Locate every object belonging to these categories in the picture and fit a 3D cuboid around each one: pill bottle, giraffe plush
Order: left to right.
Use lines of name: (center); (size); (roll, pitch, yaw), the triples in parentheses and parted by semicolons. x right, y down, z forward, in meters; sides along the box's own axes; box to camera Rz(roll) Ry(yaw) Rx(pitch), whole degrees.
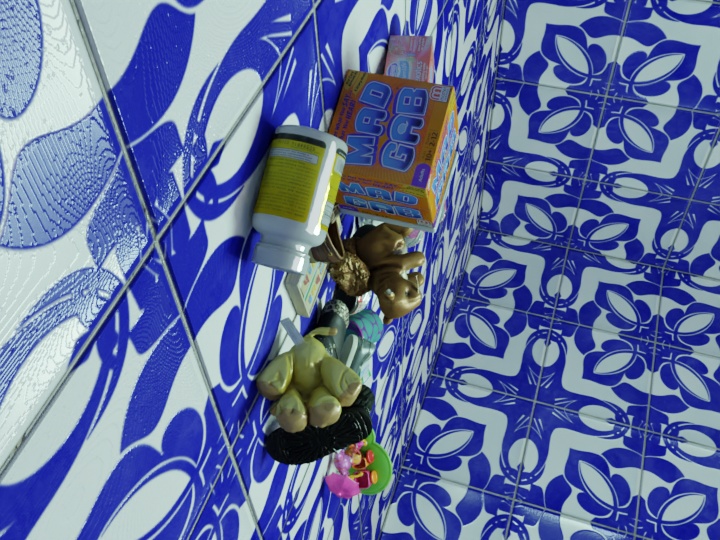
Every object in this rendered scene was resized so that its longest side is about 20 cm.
pill bottle: (-0.094, -0.099, 1.104); (0.111, 0.111, 0.201); (33, 70, -76)
giraffe plush: (-0.100, 0.205, 1.351); (0.162, 0.172, 0.200); (101, -25, -56)

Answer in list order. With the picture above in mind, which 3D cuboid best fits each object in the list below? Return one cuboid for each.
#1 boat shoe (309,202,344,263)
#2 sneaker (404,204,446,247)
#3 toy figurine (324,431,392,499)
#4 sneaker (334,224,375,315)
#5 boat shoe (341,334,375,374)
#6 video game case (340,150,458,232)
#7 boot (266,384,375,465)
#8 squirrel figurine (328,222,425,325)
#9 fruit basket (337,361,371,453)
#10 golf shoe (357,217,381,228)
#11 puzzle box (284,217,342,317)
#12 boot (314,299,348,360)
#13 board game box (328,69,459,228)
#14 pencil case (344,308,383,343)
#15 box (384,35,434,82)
boat shoe: (-0.065, -0.103, 1.272); (0.072, 0.067, 0.201); (-52, 141, -52)
sneaker: (0.110, -0.120, 1.722); (0.200, 0.088, 0.082); (134, -38, -53)
toy figurine: (-0.022, 0.507, 1.981); (0.184, 0.150, 0.201); (-3, 84, -66)
sneaker: (-0.001, 0.000, 1.675); (0.108, 0.067, 0.202); (23, 84, -77)
boat shoe: (-0.024, 0.232, 1.609); (0.073, 0.062, 0.200); (-129, -124, -66)
video game case: (0.078, -0.177, 1.535); (0.022, 0.199, 0.183); (71, 34, -65)
boot: (-0.071, 0.291, 1.460); (0.158, 0.211, 0.080); (-96, 172, -78)
squirrel figurine: (0.032, 0.014, 1.508); (0.142, 0.199, 0.187); (100, -13, -50)
fruit basket: (-0.023, 0.289, 1.742); (0.185, 0.093, 0.201); (-28, 111, -72)
golf shoe: (0.031, -0.111, 1.683); (0.200, 0.072, 0.092); (49, 56, -74)
puzzle box: (-0.082, -0.029, 1.399); (0.133, 0.025, 0.200); (78, 28, -62)
boot: (-0.066, 0.172, 1.562); (0.204, 0.073, 0.154); (91, 14, -50)
board game box: (0.060, -0.222, 1.423); (0.200, 0.199, 0.200); (60, 44, -71)
pencil case: (-0.008, 0.142, 1.727); (0.200, 0.085, 0.093); (-17, 123, -74)
box: (0.099, -0.381, 1.596); (0.103, 0.094, 0.200); (75, 21, -63)
